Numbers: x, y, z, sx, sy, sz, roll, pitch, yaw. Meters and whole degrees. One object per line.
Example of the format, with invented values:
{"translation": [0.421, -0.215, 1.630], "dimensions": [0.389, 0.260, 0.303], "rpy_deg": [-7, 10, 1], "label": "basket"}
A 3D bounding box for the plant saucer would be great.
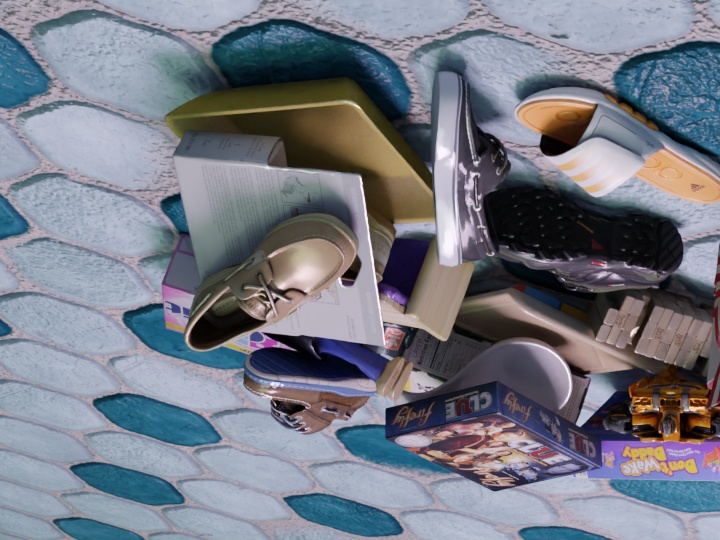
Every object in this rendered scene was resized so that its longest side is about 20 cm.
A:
{"translation": [-0.040, -0.108, 1.595], "dimensions": [0.199, 0.049, 0.200], "rpy_deg": [-2, 152, 31], "label": "plant saucer"}

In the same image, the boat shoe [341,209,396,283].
{"translation": [-0.063, -0.017, 1.666], "dimensions": [0.200, 0.063, 0.073], "rpy_deg": [1, 152, 26], "label": "boat shoe"}

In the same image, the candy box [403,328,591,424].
{"translation": [0.136, 0.123, 1.929], "dimensions": [0.199, 0.061, 0.136], "rpy_deg": [20, 164, 6], "label": "candy box"}

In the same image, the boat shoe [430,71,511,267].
{"translation": [0.094, -0.084, 1.519], "dimensions": [0.066, 0.070, 0.201], "rpy_deg": [-4, 129, 1], "label": "boat shoe"}

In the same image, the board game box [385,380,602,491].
{"translation": [0.136, 0.170, 1.816], "dimensions": [0.135, 0.035, 0.200], "rpy_deg": [-18, 149, 33], "label": "board game box"}

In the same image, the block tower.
{"translation": [0.322, 0.064, 1.730], "dimensions": [0.199, 0.058, 0.054], "rpy_deg": [17, 112, -10], "label": "block tower"}

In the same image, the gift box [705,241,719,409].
{"translation": [0.381, 0.027, 1.493], "dimensions": [0.186, 0.185, 0.200], "rpy_deg": [16, 149, -10], "label": "gift box"}

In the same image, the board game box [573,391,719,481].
{"translation": [0.334, 0.171, 1.886], "dimensions": [0.199, 0.134, 0.045], "rpy_deg": [-3, 108, 34], "label": "board game box"}

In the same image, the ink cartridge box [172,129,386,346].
{"translation": [-0.065, -0.027, 1.590], "dimensions": [0.173, 0.044, 0.201], "rpy_deg": [6, 132, 17], "label": "ink cartridge box"}

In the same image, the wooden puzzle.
{"translation": [0.185, 0.059, 1.815], "dimensions": [0.184, 0.037, 0.200], "rpy_deg": [25, 168, -22], "label": "wooden puzzle"}

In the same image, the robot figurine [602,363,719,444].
{"translation": [0.319, 0.130, 1.777], "dimensions": [0.144, 0.059, 0.200], "rpy_deg": [-1, -176, 20], "label": "robot figurine"}

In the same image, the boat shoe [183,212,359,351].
{"translation": [-0.078, 0.017, 1.560], "dimensions": [0.071, 0.065, 0.200], "rpy_deg": [42, 133, -16], "label": "boat shoe"}

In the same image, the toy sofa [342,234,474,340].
{"translation": [0.000, 0.000, 1.715], "dimensions": [0.199, 0.083, 0.097], "rpy_deg": [8, 160, 45], "label": "toy sofa"}

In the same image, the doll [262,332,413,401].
{"translation": [-0.050, 0.062, 1.751], "dimensions": [0.199, 0.049, 0.136], "rpy_deg": [25, 177, 17], "label": "doll"}

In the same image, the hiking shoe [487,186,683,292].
{"translation": [0.186, -0.014, 1.638], "dimensions": [0.199, 0.076, 0.101], "rpy_deg": [14, 152, 0], "label": "hiking shoe"}

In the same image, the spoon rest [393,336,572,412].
{"translation": [0.116, 0.115, 1.814], "dimensions": [0.199, 0.061, 0.100], "rpy_deg": [-7, 123, 24], "label": "spoon rest"}

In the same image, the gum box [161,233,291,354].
{"translation": [-0.105, 0.041, 1.904], "dimensions": [0.199, 0.066, 0.114], "rpy_deg": [18, 155, 5], "label": "gum box"}

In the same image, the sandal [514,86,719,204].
{"translation": [0.220, -0.087, 1.486], "dimensions": [0.206, 0.059, 0.079], "rpy_deg": [23, 154, -19], "label": "sandal"}

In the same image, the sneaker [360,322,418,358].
{"translation": [0.042, 0.040, 1.820], "dimensions": [0.075, 0.085, 0.200], "rpy_deg": [20, 155, -12], "label": "sneaker"}

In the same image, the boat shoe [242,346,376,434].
{"translation": [-0.051, 0.125, 1.790], "dimensions": [0.072, 0.073, 0.200], "rpy_deg": [32, -167, 35], "label": "boat shoe"}
